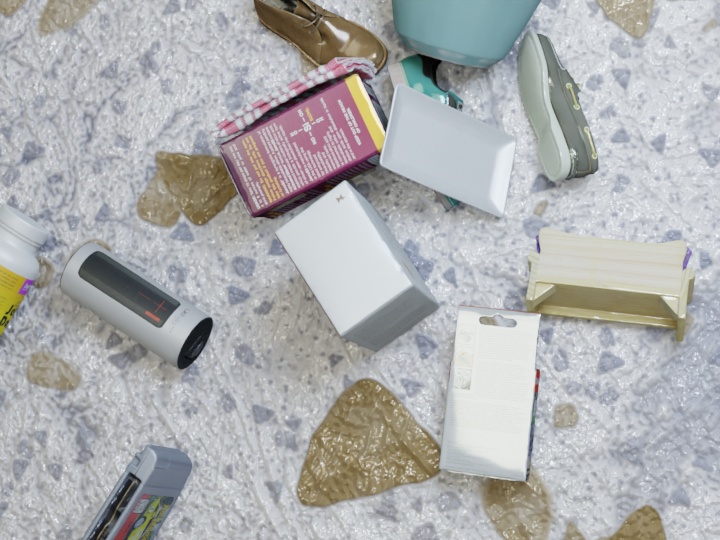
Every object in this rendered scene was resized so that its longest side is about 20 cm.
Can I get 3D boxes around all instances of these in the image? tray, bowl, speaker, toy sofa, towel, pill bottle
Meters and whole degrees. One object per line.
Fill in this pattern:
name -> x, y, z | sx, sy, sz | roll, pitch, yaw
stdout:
tray -> 0.106, -0.145, 1.674 | 0.022, 0.198, 0.109 | -5, 69, 55
bowl -> 0.118, -0.317, 1.688 | 0.198, 0.201, 0.106 | 19, 106, 15
speaker -> -0.290, 0.046, 1.773 | 0.199, 0.081, 0.082 | 32, 90, 15
toy sofa -> 0.299, 0.017, 1.638 | 0.197, 0.083, 0.099 | 6, 67, 13
towel -> -0.083, -0.214, 1.715 | 0.198, 0.146, 0.030 | -26, 91, 18
pill bottle -> -0.496, 0.017, 1.811 | 0.104, 0.104, 0.201 | 32, 90, 15

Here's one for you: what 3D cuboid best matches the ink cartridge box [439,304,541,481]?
ink cartridge box -> 0.162, 0.149, 1.662 | 0.107, 0.050, 0.203 | 6, 87, 14

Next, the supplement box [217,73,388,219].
supplement box -> -0.061, -0.152, 1.715 | 0.198, 0.131, 0.104 | -27, 89, 7

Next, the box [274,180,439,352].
box -> 0.000, 0.000, 1.650 | 0.106, 0.200, 0.153 | -35, 75, 6

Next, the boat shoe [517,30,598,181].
boat shoe -> 0.245, -0.206, 1.694 | 0.059, 0.072, 0.204 | -5, 68, -16

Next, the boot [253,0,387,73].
boot -> -0.057, -0.314, 1.774 | 0.198, 0.075, 0.074 | 28, 84, 13

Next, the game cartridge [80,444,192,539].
game cartridge -> -0.288, 0.312, 1.705 | 0.041, 0.133, 0.201 | 32, 90, 15

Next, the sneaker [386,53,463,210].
sneaker -> 0.100, -0.180, 1.720 | 0.079, 0.071, 0.203 | -20, 83, 4
